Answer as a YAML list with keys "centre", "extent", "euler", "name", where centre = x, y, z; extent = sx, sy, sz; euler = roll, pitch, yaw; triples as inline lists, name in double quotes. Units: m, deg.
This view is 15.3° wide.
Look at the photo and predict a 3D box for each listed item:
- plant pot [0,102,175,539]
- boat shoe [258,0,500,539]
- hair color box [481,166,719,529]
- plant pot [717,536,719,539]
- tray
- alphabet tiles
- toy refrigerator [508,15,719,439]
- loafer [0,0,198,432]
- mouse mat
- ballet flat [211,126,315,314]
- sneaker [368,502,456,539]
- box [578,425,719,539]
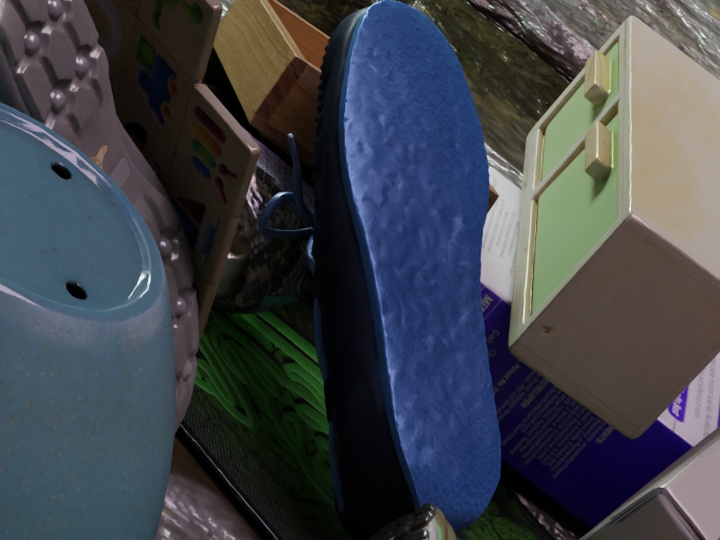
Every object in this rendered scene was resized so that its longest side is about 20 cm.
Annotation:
- centre: [-0.130, 0.027, 0.760]
  extent: [0.200, 0.135, 0.200]
  euler: [31, 26, -17]
  name: "plant pot"
- centre: [0.000, 0.000, 0.967]
  extent: [0.084, 0.069, 0.201]
  euler: [18, 61, -33]
  name: "boat shoe"
- centre: [0.107, 0.055, 1.111]
  extent: [0.200, 0.065, 0.109]
  euler: [36, 24, -6]
  name: "hair color box"
- centre: [0.161, 0.182, 0.848]
  extent: [0.200, 0.179, 0.200]
  euler: [30, 27, -17]
  name: "plant pot"
- centre: [-0.008, -0.066, 1.122]
  extent: [0.098, 0.037, 0.200]
  euler: [34, 8, -14]
  name: "tray"
- centre: [-0.104, -0.075, 0.934]
  extent: [0.006, 0.167, 0.200]
  euler: [-24, 60, -33]
  name: "alphabet tiles"
- centre: [0.107, -0.024, 1.079]
  extent: [0.070, 0.076, 0.200]
  euler: [35, 25, -11]
  name: "toy refrigerator"
- centre: [-0.106, -0.021, 0.872]
  extent: [0.070, 0.069, 0.201]
  euler: [-56, 139, -45]
  name: "loafer"
- centre: [0.001, 0.075, 1.007]
  extent: [0.200, 0.008, 0.161]
  euler: [47, 26, 18]
  name: "mouse mat"
- centre: [-0.095, -0.055, 1.021]
  extent: [0.200, 0.072, 0.072]
  euler: [41, 25, 12]
  name: "ballet flat"
- centre: [0.021, 0.159, 0.843]
  extent: [0.089, 0.077, 0.200]
  euler: [42, 27, -26]
  name: "sneaker"
- centre: [0.164, 0.081, 1.012]
  extent: [0.200, 0.082, 0.068]
  euler: [-32, 82, -42]
  name: "box"
